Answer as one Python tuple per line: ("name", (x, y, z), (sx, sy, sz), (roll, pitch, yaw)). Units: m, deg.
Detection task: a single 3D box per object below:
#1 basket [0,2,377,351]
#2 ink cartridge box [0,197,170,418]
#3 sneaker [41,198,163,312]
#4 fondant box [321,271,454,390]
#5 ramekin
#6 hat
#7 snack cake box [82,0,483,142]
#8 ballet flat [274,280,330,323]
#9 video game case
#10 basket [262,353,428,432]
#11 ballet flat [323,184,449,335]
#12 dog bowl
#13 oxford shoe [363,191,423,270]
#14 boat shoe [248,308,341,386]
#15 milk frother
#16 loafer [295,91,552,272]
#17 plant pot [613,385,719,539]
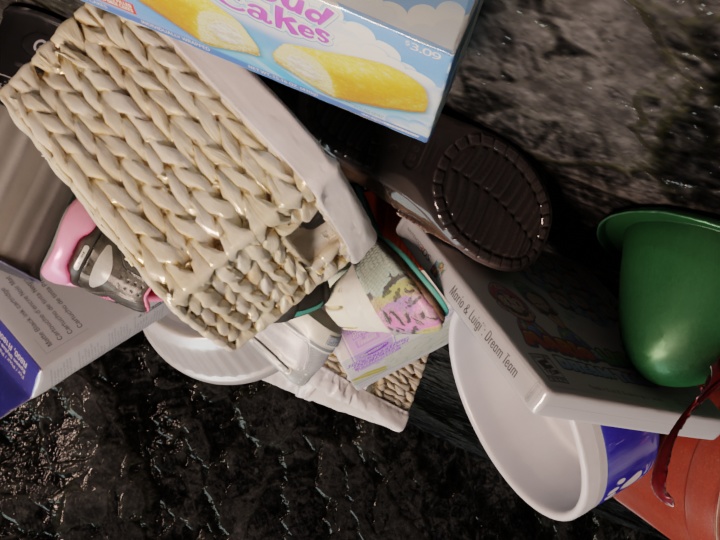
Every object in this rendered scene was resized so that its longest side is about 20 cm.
("basket", (-0.104, -0.065, 0.635), (0.200, 0.123, 0.136), (48, 177, 20))
("ink cartridge box", (-0.292, 0.007, 0.897), (0.199, 0.199, 0.041), (42, 145, 20))
("sneaker", (-0.150, -0.009, 0.765), (0.094, 0.080, 0.200), (25, -166, 6))
("fondant box", (0.039, 0.046, 0.993), (0.059, 0.143, 0.200), (62, 177, 15))
("ramekin", (-0.129, 0.000, 0.987), (0.200, 0.204, 0.094), (20, 166, 15))
("hat", (0.201, 0.071, 0.675), (0.165, 0.178, 0.199), (11, 163, 47))
("snack cake box", (-0.042, -0.141, 0.478), (0.198, 0.068, 0.115), (23, 170, 3))
("ballet flat", (-0.067, -0.052, 0.743), (0.068, 0.202, 0.068), (0, 151, -31))
("video game case", (0.138, 0.038, 0.716), (0.198, 0.024, 0.183), (13, -150, -39))
("basket", (-0.042, 0.066, 1.207), (0.199, 0.163, 0.198), (13, 165, 46))
("ballet flat", (0.000, 0.000, 0.749), (0.070, 0.071, 0.200), (60, 178, -33))
("dog bowl", (0.159, 0.103, 0.888), (0.201, 0.078, 0.201), (54, 157, 35))
("oxford shoe", (0.038, -0.035, 0.853), (0.072, 0.072, 0.199), (10, -176, -29))
("boat shoe", (-0.109, 0.024, 0.886), (0.200, 0.072, 0.070), (36, -174, 19))
("milk frother", (-0.288, -0.097, 0.881), (0.179, 0.190, 0.200), (20, 169, 18))
("loafer", (0.041, -0.069, 0.672), (0.199, 0.074, 0.071), (34, 176, -22))
("plant pot", (0.316, 0.167, 0.902), (0.199, 0.203, 0.195), (28, 176, -25))
